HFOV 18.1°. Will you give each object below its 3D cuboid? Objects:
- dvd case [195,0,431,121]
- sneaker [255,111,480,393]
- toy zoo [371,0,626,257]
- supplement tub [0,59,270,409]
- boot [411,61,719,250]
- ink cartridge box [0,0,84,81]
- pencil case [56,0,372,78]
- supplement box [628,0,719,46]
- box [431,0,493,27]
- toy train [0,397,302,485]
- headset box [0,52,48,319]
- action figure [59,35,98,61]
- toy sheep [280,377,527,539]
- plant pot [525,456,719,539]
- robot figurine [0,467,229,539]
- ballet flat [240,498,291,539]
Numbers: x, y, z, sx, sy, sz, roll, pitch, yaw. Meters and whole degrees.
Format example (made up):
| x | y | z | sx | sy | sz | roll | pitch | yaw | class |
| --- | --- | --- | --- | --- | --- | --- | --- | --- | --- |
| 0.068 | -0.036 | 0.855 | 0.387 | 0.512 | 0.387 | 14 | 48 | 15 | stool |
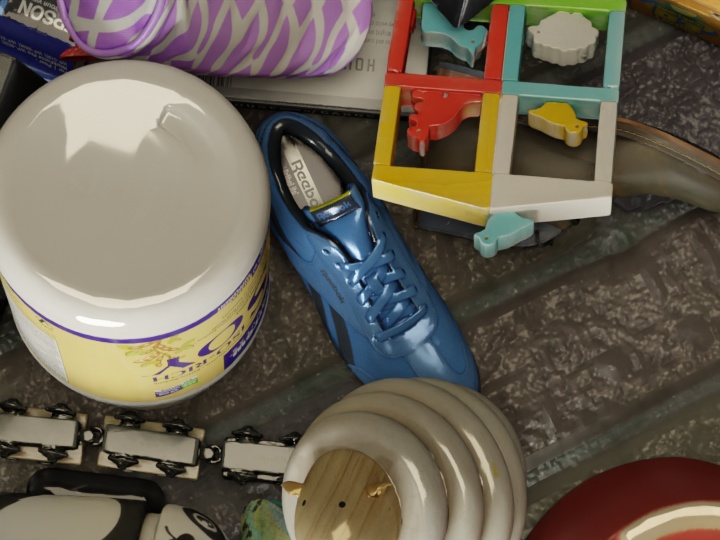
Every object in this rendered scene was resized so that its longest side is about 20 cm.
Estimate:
| x | y | z | sx | sy | sz | roll | pitch | yaw | class |
| --- | --- | --- | --- | --- | --- | --- | --- | --- | --- |
| -0.028 | -0.192 | 1.315 | 0.149 | 0.025 | 0.202 | 5 | 83 | 1 | dvd case |
| 0.000 | 0.000 | 1.263 | 0.066 | 0.078 | 0.201 | -32 | 85 | -5 | sneaker |
| 0.078 | -0.098 | 1.238 | 0.130 | 0.021 | 0.201 | 5 | 60 | 6 | toy zoo |
| -0.119 | -0.010 | 1.194 | 0.144 | 0.200 | 0.147 | 1 | 72 | -2 | supplement tub |
| 0.124 | -0.043 | 1.276 | 0.199 | 0.075 | 0.098 | 19 | 93 | 13 | boot |
| -0.184 | -0.195 | 1.311 | 0.099 | 0.039 | 0.201 | 20 | 84 | 3 | ink cartridge box |
| -0.071 | -0.147 | 1.202 | 0.085 | 0.199 | 0.085 | -22 | 80 | 35 | pencil case |
| 0.222 | -0.234 | 1.297 | 0.066 | 0.069 | 0.201 | 25 | 82 | 5 | supplement box |
| 0.080 | -0.260 | 1.249 | 0.200 | 0.104 | 0.148 | -38 | 75 | -22 | box |
| -0.121 | 0.099 | 1.268 | 0.198 | 0.046 | 0.034 | 7 | 79 | 0 | toy train |
| -0.236 | -0.035 | 1.202 | 0.092 | 0.200 | 0.175 | 20 | 89 | 3 | headset box |
| -0.185 | -0.221 | 1.259 | 0.098 | 0.065 | 0.202 | -2 | 81 | -17 | action figure |
| 0.028 | 0.122 | 1.201 | 0.137 | 0.200 | 0.139 | 4 | 99 | 27 | toy sheep |
| 0.170 | 0.194 | 1.184 | 0.199 | 0.177 | 0.202 | 0 | 82 | 1 | plant pot |
| -0.161 | 0.181 | 1.216 | 0.198 | 0.125 | 0.152 | 3 | 83 | 2 | robot figurine |
| -0.020 | 0.219 | 1.232 | 0.074 | 0.074 | 0.201 | -35 | 82 | -4 | ballet flat |
